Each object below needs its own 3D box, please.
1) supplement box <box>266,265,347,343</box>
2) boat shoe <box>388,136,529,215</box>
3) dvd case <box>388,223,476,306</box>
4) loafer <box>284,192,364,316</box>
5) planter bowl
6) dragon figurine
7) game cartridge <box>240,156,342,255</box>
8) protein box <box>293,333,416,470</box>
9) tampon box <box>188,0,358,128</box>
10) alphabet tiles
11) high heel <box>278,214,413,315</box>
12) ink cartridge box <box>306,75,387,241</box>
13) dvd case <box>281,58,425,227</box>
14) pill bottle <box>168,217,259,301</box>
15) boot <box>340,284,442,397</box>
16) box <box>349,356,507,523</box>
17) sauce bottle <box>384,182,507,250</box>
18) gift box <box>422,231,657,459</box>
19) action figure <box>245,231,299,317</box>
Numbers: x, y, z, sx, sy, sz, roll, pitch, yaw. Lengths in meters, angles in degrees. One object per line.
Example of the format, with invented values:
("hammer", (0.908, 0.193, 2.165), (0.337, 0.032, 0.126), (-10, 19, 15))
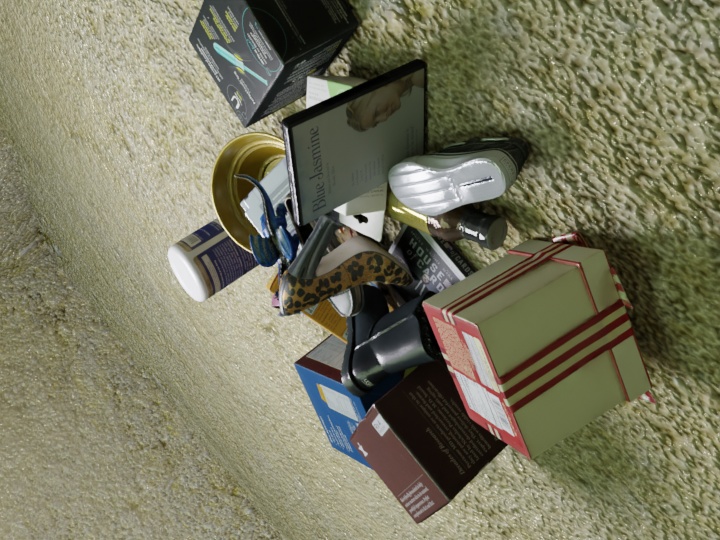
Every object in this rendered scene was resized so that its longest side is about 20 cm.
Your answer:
("supplement box", (-0.058, 0.057, 1.312), (0.199, 0.069, 0.066), (37, 177, -10))
("boat shoe", (0.116, -0.113, 0.936), (0.198, 0.071, 0.073), (3, 123, 50))
("dvd case", (0.098, 0.015, 1.159), (0.151, 0.025, 0.201), (50, 154, 12))
("loafer", (-0.059, -0.023, 1.153), (0.071, 0.063, 0.204), (-23, 89, 35))
("planter bowl", (-0.138, -0.130, 1.288), (0.196, 0.083, 0.205), (9, 113, 21))
("dragon figurine", (-0.123, -0.044, 1.152), (0.058, 0.100, 0.203), (-15, 120, 15))
("game cartridge", (-0.081, -0.109, 1.202), (0.199, 0.041, 0.134), (-38, 87, 31))
("protein box", (0.016, 0.226, 1.405), (0.198, 0.134, 0.202), (13, 131, 53))
("tampon box", (-0.120, -0.312, 1.047), (0.151, 0.125, 0.199), (57, 154, -2))
("alphabet tiles", (0.000, 0.000, 1.285), (0.166, 0.007, 0.202), (31, 150, 50))
("high heel", (-0.020, 0.022, 1.110), (0.198, 0.144, 0.071), (28, -174, -38))
("ink cartridge box", (-0.020, -0.145, 1.046), (0.116, 0.066, 0.205), (27, 120, 52))
("dvd case", (-0.002, -0.151, 0.945), (0.018, 0.198, 0.145), (41, 149, 37))
("pill bottle", (-0.245, -0.041, 1.473), (0.115, 0.199, 0.117), (40, 150, 29))
("boot", (0.056, 0.073, 1.150), (0.167, 0.202, 0.076), (-31, 122, 32))
("box", (0.119, 0.226, 1.164), (0.165, 0.199, 0.167), (48, 153, 12))
("sauce bottle", (0.100, -0.075, 1.015), (0.198, 0.064, 0.066), (27, 142, 42))
("gift box", (0.205, 0.081, 0.870), (0.188, 0.184, 0.200), (66, 166, -17))
("action figure", (-0.105, -0.026, 1.367), (0.146, 0.134, 0.205), (-2, 96, 19))
